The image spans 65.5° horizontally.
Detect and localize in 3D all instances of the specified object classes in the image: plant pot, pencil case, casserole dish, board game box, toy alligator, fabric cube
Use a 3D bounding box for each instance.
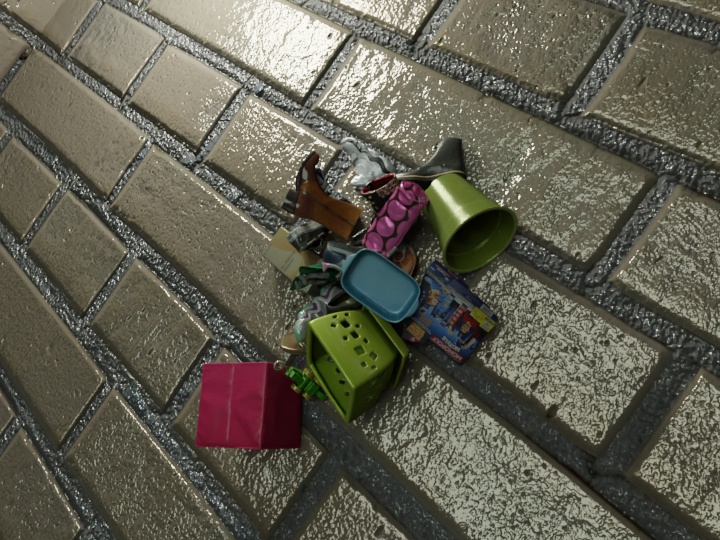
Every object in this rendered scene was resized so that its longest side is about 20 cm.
[{"bbox_3d":[-0.003,0.207,1.325,0.180,0.200,0.200,-24,59,-24],"label":"plant pot"},{"bbox_3d":[0.089,-0.119,1.382,0.201,0.090,0.094,-59,36,26],"label":"pencil case"},{"bbox_3d":[0.048,0.033,1.305,0.199,0.039,0.122,35,102,2],"label":"casserole dish"},{"bbox_3d":[0.243,-0.133,1.356,0.199,0.200,0.191,-36,52,9],"label":"plant pot"},{"bbox_3d":[0.193,0.117,1.328,0.200,0.062,0.201,40,123,11],"label":"board game box"},{"bbox_3d":[-0.155,0.268,1.403,0.059,0.200,0.054,-49,36,-6],"label":"toy alligator"},{"bbox_3d":[-0.275,0.344,1.416,0.198,0.196,0.202,-5,74,21],"label":"fabric cube"}]

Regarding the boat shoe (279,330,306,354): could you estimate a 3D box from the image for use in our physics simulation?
[{"bbox_3d":[-0.133,0.179,1.478,0.198,0.064,0.072,-9,70,21],"label":"boat shoe"}]

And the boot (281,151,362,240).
[{"bbox_3d":[-0.084,-0.201,1.485,0.198,0.069,0.190,24,65,-6],"label":"boot"}]

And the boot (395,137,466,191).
[{"bbox_3d":[0.179,-0.283,1.488,0.198,0.078,0.140,-1,69,10],"label":"boot"}]

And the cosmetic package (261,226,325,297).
[{"bbox_3d":[-0.170,-0.023,1.554,0.199,0.071,0.106,36,91,28],"label":"cosmetic package"}]

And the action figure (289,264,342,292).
[{"bbox_3d":[-0.077,0.012,1.450,0.118,0.199,0.055,-45,65,49],"label":"action figure"}]

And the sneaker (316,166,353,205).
[{"bbox_3d":[-0.090,-0.213,1.552,0.070,0.109,0.200,-43,60,-13],"label":"sneaker"}]

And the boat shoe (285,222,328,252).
[{"bbox_3d":[-0.130,-0.083,1.499,0.071,0.200,0.064,-40,85,25],"label":"boat shoe"}]

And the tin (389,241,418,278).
[{"bbox_3d":[0.079,0.021,1.451,0.111,0.042,0.202,21,83,24],"label":"tin"}]

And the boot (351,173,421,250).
[{"bbox_3d":[0.042,-0.151,1.449,0.199,0.151,0.073,-24,36,12],"label":"boot"}]

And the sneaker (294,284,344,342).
[{"bbox_3d":[-0.069,0.116,1.422,0.139,0.078,0.200,12,46,26],"label":"sneaker"}]

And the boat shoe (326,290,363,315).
[{"bbox_3d":[0.003,0.062,1.378,0.200,0.066,0.072,-29,54,-15],"label":"boat shoe"}]

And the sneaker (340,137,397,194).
[{"bbox_3d":[-0.003,-0.286,1.560,0.199,0.075,0.115,37,88,25],"label":"sneaker"}]

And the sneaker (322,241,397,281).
[{"bbox_3d":[0.000,0.000,1.366,0.199,0.070,0.083,24,103,10],"label":"sneaker"}]
